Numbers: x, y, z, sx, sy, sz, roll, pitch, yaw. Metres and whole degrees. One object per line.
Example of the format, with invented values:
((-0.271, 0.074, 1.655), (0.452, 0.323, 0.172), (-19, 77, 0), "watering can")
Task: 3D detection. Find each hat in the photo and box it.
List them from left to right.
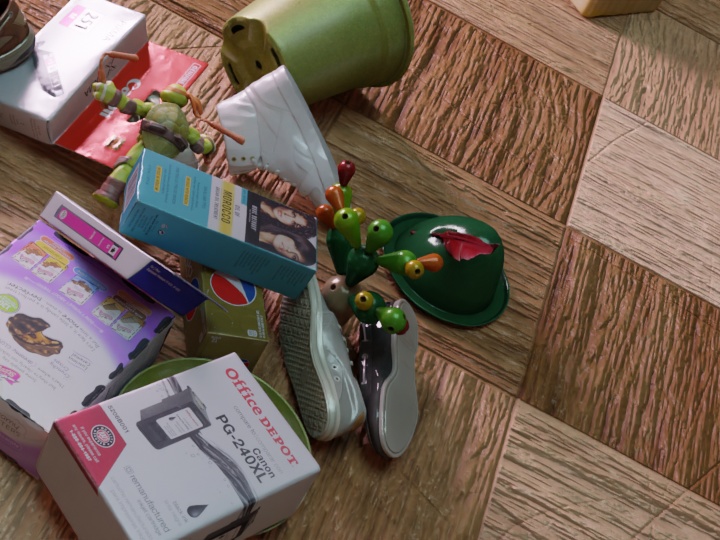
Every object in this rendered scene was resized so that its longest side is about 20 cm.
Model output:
((0.135, -0.048, 1.516), (0.164, 0.177, 0.201), (-2, 51, -31), "hat")

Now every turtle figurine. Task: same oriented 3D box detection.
((-0.208, -0.131, 1.413), (0.199, 0.064, 0.163), (30, 73, -40), "turtle figurine")

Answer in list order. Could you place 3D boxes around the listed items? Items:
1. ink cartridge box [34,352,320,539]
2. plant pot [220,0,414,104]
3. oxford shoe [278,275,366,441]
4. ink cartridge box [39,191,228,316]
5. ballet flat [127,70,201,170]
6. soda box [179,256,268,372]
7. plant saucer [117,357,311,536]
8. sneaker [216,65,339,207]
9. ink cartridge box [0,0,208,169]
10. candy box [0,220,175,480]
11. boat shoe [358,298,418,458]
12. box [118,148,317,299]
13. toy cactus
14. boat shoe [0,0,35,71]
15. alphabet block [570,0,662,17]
((-0.157, 0.173, 1.161), (0.199, 0.084, 0.145), (-20, 61, -40), "ink cartridge box")
((-0.066, -0.284, 1.646), (0.184, 0.201, 0.200), (-35, 71, -33), "plant pot")
((-0.039, 0.086, 1.369), (0.057, 0.075, 0.201), (7, 50, -31), "oxford shoe")
((-0.222, -0.009, 1.295), (0.199, 0.037, 0.095), (29, -8, 37), "ink cartridge box")
((-0.224, -0.148, 1.497), (0.071, 0.072, 0.201), (-7, 54, -34), "ballet flat")
((-0.146, 0.011, 1.385), (0.067, 0.064, 0.201), (10, 45, -23), "soda box")
((-0.143, 0.171, 1.256), (0.198, 0.031, 0.201), (16, 44, -16), "plant saucer")
((-0.093, -0.122, 1.549), (0.201, 0.115, 0.074), (63, 5, -4), "sneaker")
((-0.292, -0.214, 1.478), (0.172, 0.044, 0.201), (21, 53, 16), "ink cartridge box")
((-0.299, 0.069, 1.237), (0.167, 0.072, 0.200), (35, 41, 5), "candy box")
((0.023, 0.118, 1.395), (0.067, 0.057, 0.201), (49, 34, -35), "boat shoe")
((-0.141, -0.046, 1.350), (0.199, 0.049, 0.083), (21, 40, -21), "box")
((0.000, 0.000, 1.402), (0.102, 0.165, 0.201), (-9, 55, -36), "toy cactus")
((-0.439, -0.229, 1.416), (0.075, 0.072, 0.200), (29, 57, 29), "boat shoe")
((0.416, -0.552, 2.152), (0.195, 0.201, 0.196), (-11, 56, -36), "alphabet block")
